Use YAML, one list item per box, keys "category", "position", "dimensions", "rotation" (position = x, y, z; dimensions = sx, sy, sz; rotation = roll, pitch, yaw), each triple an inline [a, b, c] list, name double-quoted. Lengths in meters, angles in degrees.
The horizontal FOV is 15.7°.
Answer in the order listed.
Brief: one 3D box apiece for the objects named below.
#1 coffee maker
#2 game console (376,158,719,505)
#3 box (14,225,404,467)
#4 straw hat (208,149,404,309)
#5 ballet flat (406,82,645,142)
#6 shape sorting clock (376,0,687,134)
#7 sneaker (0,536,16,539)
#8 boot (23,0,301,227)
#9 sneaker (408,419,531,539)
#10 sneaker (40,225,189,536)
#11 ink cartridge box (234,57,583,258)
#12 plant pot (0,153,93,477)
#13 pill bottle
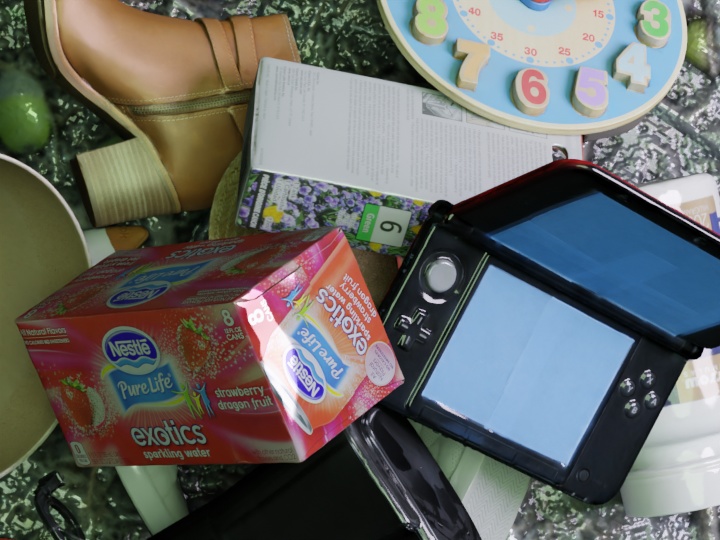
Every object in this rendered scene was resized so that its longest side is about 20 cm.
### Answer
- category: "coffee maker"
  position: [-0.055, 0.156, 1.484]
  dimensions: [0.200, 0.135, 0.192]
  rotation: [-37, 109, 13]
- category: "game console"
  position: [0.126, 0.040, 1.459]
  dimensions: [0.200, 0.119, 0.173]
  rotation: [27, 91, -28]
- category: "box"
  position: [-0.087, 0.045, 1.452]
  dimensions: [0.095, 0.200, 0.100]
  rotation: [-35, 111, -39]
- category: "straw hat"
  position: [0.000, 0.000, 1.588]
  dimensions: [0.200, 0.085, 0.202]
  rotation: [5, 62, -10]
- category: "ballet flat"
  position: [0.082, -0.098, 1.635]
  dimensions: [0.199, 0.046, 0.068]
  rotation: [-12, 113, -4]
- category: "shape sorting clock"
  position: [0.106, -0.166, 1.596]
  dimensions: [0.199, 0.039, 0.200]
  rotation: [9, 49, -11]
- category: "sneaker"
  position: [-0.153, 0.230, 1.562]
  dimensions: [0.200, 0.093, 0.070]
  rotation: [33, 84, -7]
- category: "boot"
  position: [-0.117, -0.137, 1.586]
  dimensions: [0.154, 0.074, 0.201]
  rotation: [-18, 103, -13]
- category: "sneaker"
  position: [0.070, 0.070, 1.582]
  dimensions: [0.074, 0.116, 0.200]
  rotation: [23, 99, -41]
- category: "sneaker"
  position: [-0.126, 0.067, 1.579]
  dimensions: [0.084, 0.073, 0.201]
  rotation: [-19, 91, -6]
- category: "ink cartridge box"
  position: [0.030, -0.058, 1.529]
  dimensions: [0.199, 0.109, 0.050]
  rotation: [11, 130, -7]
- category: "plant pot"
  position: [-0.274, 0.020, 1.512]
  dimensions: [0.200, 0.134, 0.201]
  rotation: [-12, 108, -42]
- category: "pill bottle"
  position: [0.184, 0.046, 1.610]
  dimensions: [0.111, 0.111, 0.201]
  rotation: [-12, 91, -9]
